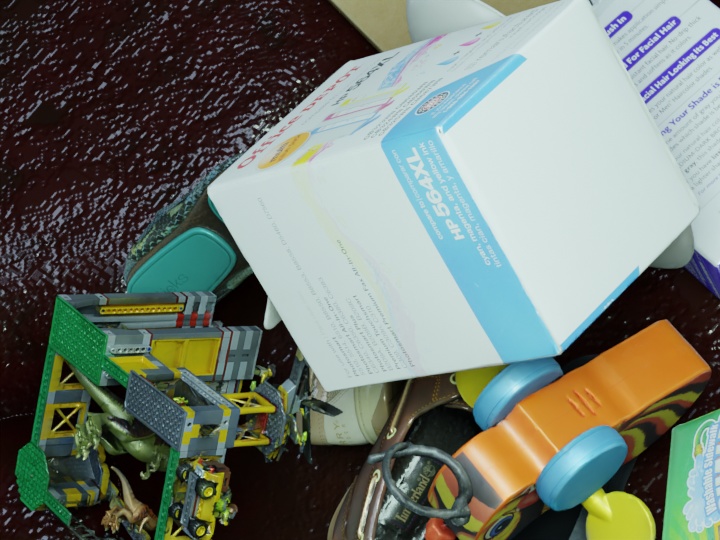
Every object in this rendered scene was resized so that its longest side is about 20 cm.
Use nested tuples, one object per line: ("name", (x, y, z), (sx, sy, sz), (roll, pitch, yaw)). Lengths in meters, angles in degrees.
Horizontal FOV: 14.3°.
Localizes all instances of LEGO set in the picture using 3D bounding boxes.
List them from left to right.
("LEGO set", (-0.088, 0.093, 1.523), (0.200, 0.116, 0.154), (22, 109, 53))

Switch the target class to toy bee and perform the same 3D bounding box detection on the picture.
("toy bee", (0.073, 0.091, 1.394), (0.199, 0.109, 0.131), (-2, 52, -25))

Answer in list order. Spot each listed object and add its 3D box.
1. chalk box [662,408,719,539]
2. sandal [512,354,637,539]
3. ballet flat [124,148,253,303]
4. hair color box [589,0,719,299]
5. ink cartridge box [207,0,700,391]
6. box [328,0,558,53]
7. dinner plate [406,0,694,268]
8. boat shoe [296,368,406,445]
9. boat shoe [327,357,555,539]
("chalk box", (0.217, 0.132, 1.315), (0.200, 0.124, 0.124), (-25, 41, 37))
("sandal", (0.096, 0.129, 1.449), (0.076, 0.043, 0.201), (0, 59, 25))
("ballet flat", (-0.061, -0.037, 1.574), (0.200, 0.074, 0.074), (-27, 45, 44))
("hair color box", (0.174, -0.078, 1.535), (0.109, 0.065, 0.200), (-41, 54, -4))
("ink cartridge box", (0.035, -0.033, 1.395), (0.200, 0.126, 0.129), (-11, 25, 48))
("box", (0.070, -0.181, 1.674), (0.163, 0.021, 0.200), (-40, 52, -3))
("dinner plate", (0.091, -0.067, 1.478), (0.024, 0.200, 0.200), (-46, 52, -14))
("boat shoe", (0.000, 0.000, 1.559), (0.064, 0.071, 0.201), (-5, 59, 21))
("boat shoe", (0.052, 0.076, 1.470), (0.070, 0.070, 0.201), (28, 81, -7))
